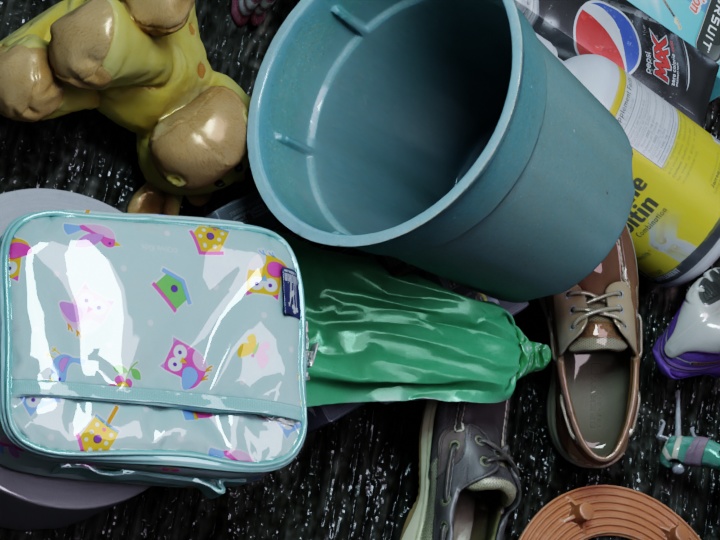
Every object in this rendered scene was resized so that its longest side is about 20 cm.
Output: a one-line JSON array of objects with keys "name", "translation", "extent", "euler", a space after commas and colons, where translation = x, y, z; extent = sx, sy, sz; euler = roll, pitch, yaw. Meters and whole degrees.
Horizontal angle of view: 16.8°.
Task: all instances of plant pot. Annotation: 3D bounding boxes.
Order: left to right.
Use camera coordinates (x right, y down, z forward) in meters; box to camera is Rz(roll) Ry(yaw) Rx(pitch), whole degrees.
[{"name": "plant pot", "translation": [0.066, -0.079, 1.543], "extent": [0.196, 0.200, 0.201], "euler": [29, 56, -49]}]

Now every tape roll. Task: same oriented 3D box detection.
[{"name": "tape roll", "translation": [-0.194, 0.054, 1.485], "extent": [0.200, 0.066, 0.201], "euler": [11, 68, -28]}]

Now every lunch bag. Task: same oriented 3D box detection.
[{"name": "lunch bag", "translation": [-0.123, 0.051, 1.433], "extent": [0.199, 0.077, 0.161], "euler": [5, 69, -21]}]

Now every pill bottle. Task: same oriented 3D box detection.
[{"name": "pill bottle", "translation": [0.174, -0.083, 1.735], "extent": [0.200, 0.112, 0.112], "euler": [34, 58, -17]}]

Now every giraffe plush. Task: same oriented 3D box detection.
[{"name": "giraffe plush", "translation": [-0.129, -0.112, 1.555], "extent": [0.162, 0.172, 0.200], "euler": [57, 19, -14]}]

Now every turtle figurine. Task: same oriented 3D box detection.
[{"name": "turtle figurine", "translation": [0.285, 0.144, 1.730], "extent": [0.149, 0.101, 0.201], "euler": [14, 69, -29]}]

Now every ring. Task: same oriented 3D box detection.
[{"name": "ring", "translation": [0.184, 0.245, 1.678], "extent": [0.200, 0.019, 0.201], "euler": [12, 66, -27]}]

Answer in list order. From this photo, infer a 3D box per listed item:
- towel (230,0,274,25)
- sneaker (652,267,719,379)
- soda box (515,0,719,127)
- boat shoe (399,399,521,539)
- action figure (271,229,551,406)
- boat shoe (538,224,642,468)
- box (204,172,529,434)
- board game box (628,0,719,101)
[{"name": "towel", "translation": [-0.057, -0.266, 1.609], "extent": [0.030, 0.200, 0.147], "euler": [4, 70, -15]}, {"name": "sneaker", "translation": [0.275, 0.035, 1.784], "extent": [0.200, 0.083, 0.081], "euler": [-10, 61, -50]}, {"name": "soda box", "translation": [0.163, -0.167, 1.784], "extent": [0.200, 0.071, 0.063], "euler": [31, 57, -18]}, {"name": "boat shoe", "translation": [0.075, 0.141, 1.602], "extent": [0.073, 0.065, 0.201], "euler": [24, 72, -44]}, {"name": "action figure", "translation": [0.032, 0.047, 1.565], "extent": [0.199, 0.055, 0.119], "euler": [8, 73, -20]}, {"name": "boat shoe", "translation": [0.162, 0.038, 1.669], "extent": [0.075, 0.072, 0.201], "euler": [-7, 94, -6]}, {"name": "box", "translation": [0.000, 0.000, 1.634], "extent": [0.200, 0.051, 0.158], "euler": [-29, 89, -37]}, {"name": "board game box", "translation": [0.216, -0.243, 1.861], "extent": [0.200, 0.047, 0.151], "euler": [32, 59, -18]}]
